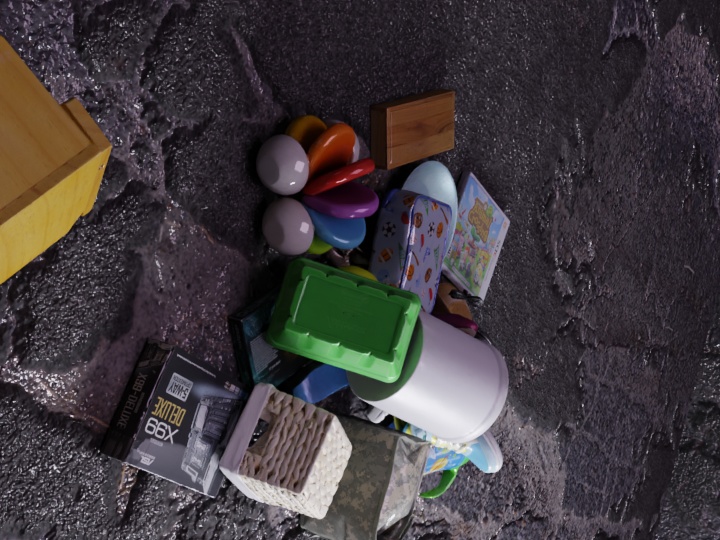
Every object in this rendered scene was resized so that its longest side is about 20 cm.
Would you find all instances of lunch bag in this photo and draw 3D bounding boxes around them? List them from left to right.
[{"bbox_3d":[0.001,0.339,1.726,0.117,0.164,0.201,23,81,-53],"label":"lunch bag"},{"bbox_3d":[0.078,-0.022,1.742,0.160,0.075,0.201,14,89,-61],"label":"lunch bag"}]

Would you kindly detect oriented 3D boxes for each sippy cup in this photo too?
[{"bbox_3d":[0.107,0.296,1.907,0.130,0.178,0.140,-18,156,-40],"label":"sippy cup"}]

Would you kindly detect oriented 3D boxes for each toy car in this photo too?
[{"bbox_3d":[-0.043,-0.114,1.540,0.175,0.149,0.201,-28,122,-48],"label":"toy car"}]

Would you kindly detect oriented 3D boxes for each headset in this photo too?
[{"bbox_3d":[0.179,0.136,1.953,0.123,0.094,0.201,-31,138,-61],"label":"headset"}]

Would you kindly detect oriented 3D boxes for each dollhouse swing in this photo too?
[{"bbox_3d":[-0.396,-0.109,1.138,0.200,0.176,0.182,-47,176,-38],"label":"dollhouse swing"}]

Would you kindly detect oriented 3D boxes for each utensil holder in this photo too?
[{"bbox_3d":[0.099,0.154,1.679,0.200,0.170,0.171,29,75,-39],"label":"utensil holder"}]

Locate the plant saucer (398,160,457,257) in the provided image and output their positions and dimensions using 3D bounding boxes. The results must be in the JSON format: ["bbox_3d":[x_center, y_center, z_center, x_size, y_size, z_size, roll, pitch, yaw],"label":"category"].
[{"bbox_3d":[0.096,-0.086,1.846,0.201,0.039,0.202,-20,115,-51],"label":"plant saucer"}]

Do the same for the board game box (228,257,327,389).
[{"bbox_3d":[-0.108,0.083,1.613,0.200,0.028,0.136,-36,127,-44],"label":"board game box"}]

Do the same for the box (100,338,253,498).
[{"bbox_3d":[-0.233,0.197,1.448,0.200,0.050,0.158,41,66,-53],"label":"box"}]

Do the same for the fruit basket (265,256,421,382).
[{"bbox_3d":[-0.021,0.061,1.577,0.215,0.215,0.156,29,76,-54],"label":"fruit basket"}]

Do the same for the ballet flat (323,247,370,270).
[{"bbox_3d":[0.000,0.000,1.727,0.068,0.046,0.200,-62,142,-21],"label":"ballet flat"}]

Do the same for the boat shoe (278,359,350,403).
[{"bbox_3d":[-0.047,0.146,1.691,0.200,0.068,0.085,-13,97,-48],"label":"boat shoe"}]

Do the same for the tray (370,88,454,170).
[{"bbox_3d":[0.088,-0.232,1.794,0.200,0.037,0.099,-25,120,-51],"label":"tray"}]

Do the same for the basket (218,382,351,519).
[{"bbox_3d":[-0.098,0.260,1.546,0.200,0.123,0.136,70,41,-65],"label":"basket"}]

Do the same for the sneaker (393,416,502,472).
[{"bbox_3d":[0.132,0.278,1.813,0.130,0.200,0.080,-34,165,-34],"label":"sneaker"}]

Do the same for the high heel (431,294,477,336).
[{"bbox_3d":[0.136,0.062,1.824,0.067,0.200,0.097,26,76,-30],"label":"high heel"}]

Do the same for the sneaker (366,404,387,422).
[{"bbox_3d":[0.040,0.157,1.820,0.075,0.082,0.201,-55,163,-68],"label":"sneaker"}]

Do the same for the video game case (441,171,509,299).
[{"bbox_3d":[0.206,-0.056,2.022,0.200,0.022,0.183,42,63,-52],"label":"video game case"}]

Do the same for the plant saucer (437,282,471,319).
[{"bbox_3d":[0.153,0.124,1.992,0.200,0.035,0.201,-20,116,-51],"label":"plant saucer"}]
